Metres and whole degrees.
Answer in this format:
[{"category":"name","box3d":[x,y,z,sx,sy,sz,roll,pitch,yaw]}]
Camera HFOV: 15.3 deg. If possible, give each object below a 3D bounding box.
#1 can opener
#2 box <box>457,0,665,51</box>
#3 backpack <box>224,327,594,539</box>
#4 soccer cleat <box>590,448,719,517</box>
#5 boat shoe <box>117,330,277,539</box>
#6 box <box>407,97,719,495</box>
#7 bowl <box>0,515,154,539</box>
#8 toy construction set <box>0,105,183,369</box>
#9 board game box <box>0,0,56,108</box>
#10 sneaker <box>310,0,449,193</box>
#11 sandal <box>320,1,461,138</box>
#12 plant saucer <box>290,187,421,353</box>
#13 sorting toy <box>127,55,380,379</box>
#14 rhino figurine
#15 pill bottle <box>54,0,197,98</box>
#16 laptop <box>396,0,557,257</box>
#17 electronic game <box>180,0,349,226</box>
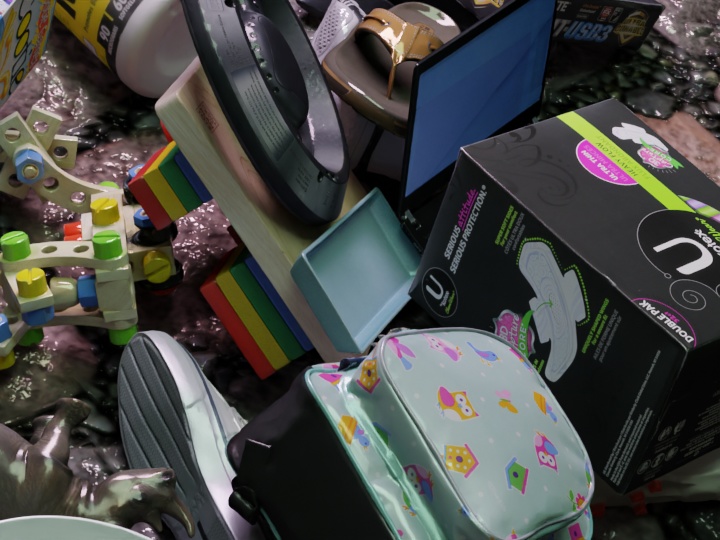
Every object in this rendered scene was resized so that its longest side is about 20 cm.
[{"category":"can opener","box3d":[0.052,-0.197,1.998,0.200,0.079,0.063,18,2,-5]},{"category":"box","box3d":[0.100,-0.240,2.005,0.198,0.050,0.200,41,24,30]},{"category":"backpack","box3d":[0.044,0.122,1.550,0.176,0.153,0.200,56,25,15]},{"category":"soccer cleat","box3d":[0.189,0.111,1.692,0.200,0.069,0.078,5,59,-27]},{"category":"boat shoe","box3d":[-0.084,0.124,1.590,0.067,0.074,0.200,3,52,-39]},{"category":"box","box3d":[0.157,0.011,1.646,0.148,0.124,0.200,-20,53,-40]},{"category":"bowl","box3d":[-0.158,0.233,1.416,0.201,0.090,0.201,10,41,-9]},{"category":"toy construction set","box3d":[-0.182,-0.020,1.692,0.131,0.092,0.200,-10,42,-3]},{"category":"board game box","box3d":[-0.275,-0.145,1.697,0.105,0.103,0.200,23,41,6]},{"category":"sneaker","box3d":[0.023,-0.117,1.881,0.115,0.075,0.200,21,26,-18]},{"category":"sandal","box3d":[0.031,-0.147,1.800,0.082,0.055,0.200,32,29,6]},{"category":"plant saucer","box3d":[0.000,0.000,1.671,0.070,0.019,0.200,59,19,-5]},{"category":"sorting toy","box3d":[-0.065,-0.040,1.700,0.200,0.070,0.199,56,19,-11]},{"category":"rhino figurine","box3d":[-0.189,0.118,1.551,0.200,0.060,0.088,21,61,2]},{"category":"pill bottle","box3d":[-0.179,-0.222,1.886,0.114,0.114,0.200,-24,56,-38]},{"category":"laptop","box3d":[0.116,-0.066,1.781,0.200,0.103,0.177,53,46,0]},{"category":"electronic game","box3d":[-0.061,-0.120,1.655,0.042,0.200,0.200,-24,43,13]}]
